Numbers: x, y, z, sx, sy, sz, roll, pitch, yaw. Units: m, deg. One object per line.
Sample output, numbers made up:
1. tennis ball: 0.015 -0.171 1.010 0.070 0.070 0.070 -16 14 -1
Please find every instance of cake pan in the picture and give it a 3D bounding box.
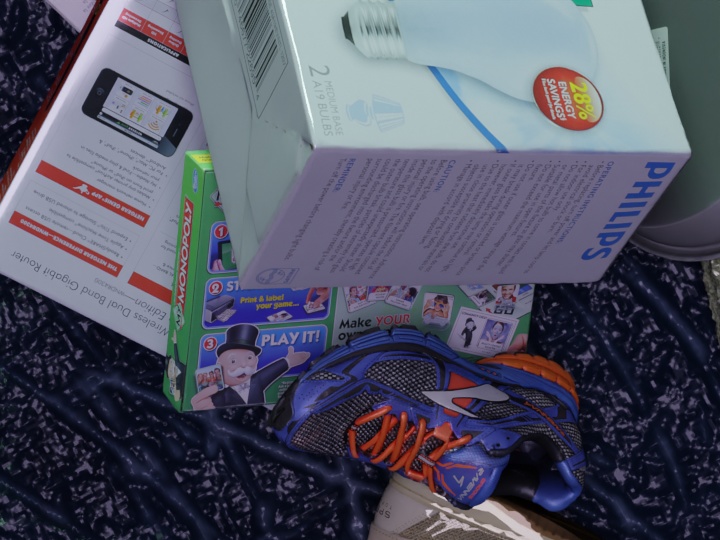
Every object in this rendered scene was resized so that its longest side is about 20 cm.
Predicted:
1. cake pan: 0.163 -0.106 1.515 0.037 0.200 0.201 5 97 -41

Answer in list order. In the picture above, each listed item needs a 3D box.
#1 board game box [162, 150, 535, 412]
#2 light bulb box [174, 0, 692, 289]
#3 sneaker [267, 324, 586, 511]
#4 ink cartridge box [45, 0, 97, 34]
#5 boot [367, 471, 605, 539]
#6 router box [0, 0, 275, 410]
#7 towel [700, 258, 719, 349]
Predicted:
1. board game box: 0.000 0.000 1.539 0.199 0.029 0.135 -4 113 -25
2. light bulb box: 0.030 -0.105 1.462 0.199 0.125 0.199 -1 60 -23
3. sneaker: 0.043 0.081 1.529 0.200 0.079 0.075 5 135 -34
4. ink cartridge box: -0.058 -0.178 1.582 0.200 0.045 0.176 -44 106 6
5. boot: 0.078 0.207 1.592 0.200 0.073 0.156 27 95 2
6. router box: -0.077 -0.044 1.565 0.200 0.049 0.180 28 99 -13
7. towel: 0.261 0.032 1.587 0.148 0.036 0.201 -11 94 5
